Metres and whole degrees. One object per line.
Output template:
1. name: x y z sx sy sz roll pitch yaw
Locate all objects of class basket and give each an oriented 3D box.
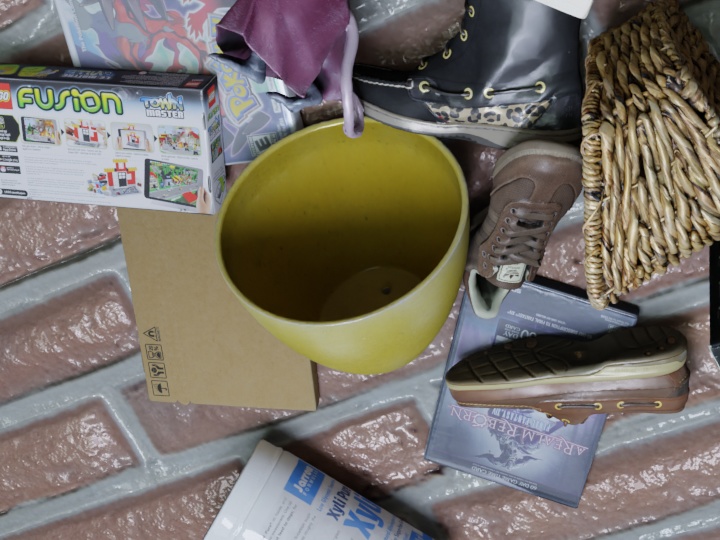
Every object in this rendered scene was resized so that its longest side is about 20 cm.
1. basket: 0.188 -0.092 1.164 0.148 0.200 0.143 -32 104 21

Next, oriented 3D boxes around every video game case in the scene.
1. video game case: -0.149 -0.177 1.336 0.180 0.023 0.202 -5 115 20
2. video game case: 0.140 0.098 1.395 0.142 0.019 0.202 17 120 8

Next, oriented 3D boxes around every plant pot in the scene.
1. plant pot: 0.000 0.000 1.305 0.198 0.202 0.142 0 144 17

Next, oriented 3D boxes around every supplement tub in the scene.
1. supplement tub: -0.035 0.254 1.465 0.199 0.132 0.132 31 122 -1

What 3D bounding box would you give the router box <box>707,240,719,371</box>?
1. router box: 0.311 0.064 1.214 0.062 0.200 0.151 -20 110 20

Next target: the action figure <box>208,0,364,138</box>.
1. action figure: -0.025 -0.220 1.202 0.148 0.134 0.201 28 88 6

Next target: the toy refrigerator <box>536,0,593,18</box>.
1. toy refrigerator: 0.146 -0.245 1.105 0.069 0.200 0.076 22 122 4

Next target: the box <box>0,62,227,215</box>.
1. box: -0.211 -0.109 1.358 0.198 0.035 0.111 6 118 15

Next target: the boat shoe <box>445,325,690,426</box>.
1. boat shoe: 0.167 0.094 1.332 0.198 0.072 0.068 -7 113 17

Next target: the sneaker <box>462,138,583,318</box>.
1. sneaker: 0.124 -0.027 1.250 0.070 0.076 0.200 6 157 -7

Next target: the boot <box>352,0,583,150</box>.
1. boot: 0.080 -0.176 1.238 0.198 0.073 0.152 16 114 24

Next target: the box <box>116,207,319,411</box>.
1. box: -0.121 0.028 1.436 0.162 0.021 0.202 2 117 16
